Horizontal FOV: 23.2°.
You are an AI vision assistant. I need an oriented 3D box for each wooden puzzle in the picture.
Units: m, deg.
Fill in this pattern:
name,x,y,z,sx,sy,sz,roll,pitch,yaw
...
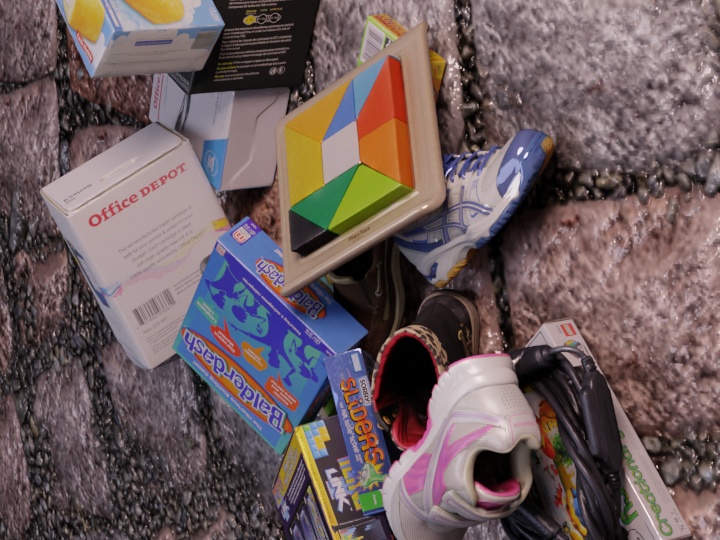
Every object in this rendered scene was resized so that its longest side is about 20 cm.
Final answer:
name,x,y,z,sx,sy,sz,roll,pitch,yaw
wooden puzzle,-0.009,-0.095,1.465,0.185,0.037,0.200,-31,46,37

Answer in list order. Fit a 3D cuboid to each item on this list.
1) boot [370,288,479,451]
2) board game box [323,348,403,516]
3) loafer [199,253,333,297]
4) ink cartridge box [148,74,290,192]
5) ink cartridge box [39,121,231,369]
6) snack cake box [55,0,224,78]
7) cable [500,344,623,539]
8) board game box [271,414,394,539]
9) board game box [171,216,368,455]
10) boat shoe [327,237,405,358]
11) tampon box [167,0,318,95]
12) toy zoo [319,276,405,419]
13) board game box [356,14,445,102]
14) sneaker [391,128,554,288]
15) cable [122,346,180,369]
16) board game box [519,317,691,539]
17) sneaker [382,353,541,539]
name,x,y,z,sx,sy,sz,roll,pitch,yaw
boot,0.058,0.123,1.452,0.073,0.151,0.200,5,99,15
board game box,0.015,0.144,1.522,0.200,0.034,0.135,42,-147,-79
loafer,-0.082,0.038,1.693,0.200,0.075,0.070,33,139,50
ink cartridge box,-0.156,-0.179,1.786,0.200,0.067,0.116,45,134,42
ink cartridge box,-0.209,-0.027,1.767,0.088,0.145,0.200,34,153,53
snack cake box,-0.218,-0.271,1.579,0.200,0.115,0.067,62,142,24
cable,0.142,0.158,1.355,0.163,0.051,0.200,-20,81,56
board game box,-0.023,0.244,1.647,0.200,0.057,0.165,112,140,-65
board game box,-0.087,0.064,1.599,0.152,0.045,0.200,43,146,11
boat shoe,-0.005,-0.003,1.543,0.075,0.075,0.202,26,121,36
tampon box,-0.126,-0.291,1.655,0.150,0.126,0.200,46,134,41
toy zoo,-0.018,0.036,1.667,0.131,0.020,0.200,63,144,26
board game box,0.020,-0.117,1.564,0.096,0.030,0.200,44,130,42
sneaker,0.079,-0.062,1.416,0.088,0.075,0.200,42,139,0
cable,-0.227,0.006,1.945,0.200,0.069,0.200,49,137,39
board game box,0.173,0.155,1.387,0.200,0.035,0.126,63,143,26
sneaker,0.079,0.162,1.347,0.088,0.081,0.200,59,144,41
